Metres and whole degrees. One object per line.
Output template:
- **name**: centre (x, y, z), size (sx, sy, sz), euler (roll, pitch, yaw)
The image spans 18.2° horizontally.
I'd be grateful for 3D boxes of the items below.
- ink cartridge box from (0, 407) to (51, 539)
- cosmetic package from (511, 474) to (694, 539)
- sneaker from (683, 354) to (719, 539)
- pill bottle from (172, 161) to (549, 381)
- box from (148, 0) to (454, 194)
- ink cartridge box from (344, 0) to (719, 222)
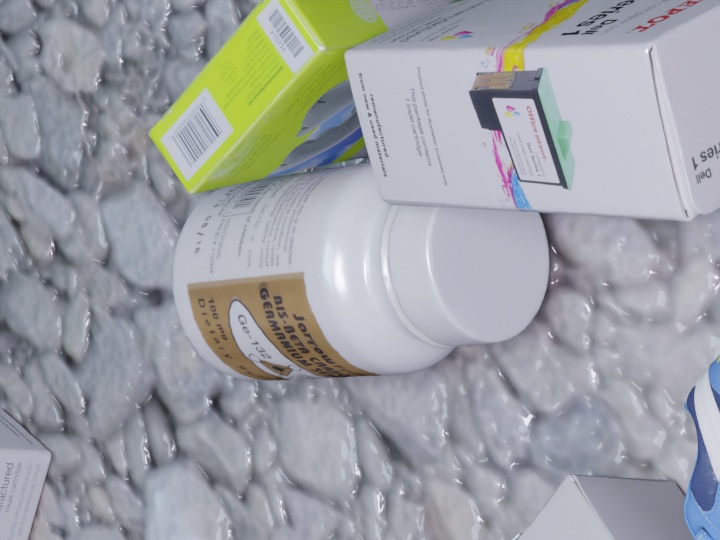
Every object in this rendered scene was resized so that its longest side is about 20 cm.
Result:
- **ink cartridge box**: centre (-0.323, 0.166, 1.483), size (0.084, 0.199, 0.146), euler (31, 108, 46)
- **cosmetic package**: centre (0.143, 0.203, 1.041), size (0.108, 0.085, 0.200), euler (-54, 49, 29)
- **sneaker**: centre (0.195, 0.122, 1.006), size (0.082, 0.074, 0.201), euler (-33, 54, 43)
- **pill bottle**: centre (0.000, 0.000, 1.205), size (0.200, 0.114, 0.115), euler (-6, 81, 48)
- **box**: centre (-0.005, -0.104, 1.175), size (0.122, 0.200, 0.048), euler (-45, 73, 35)
- **ink cartridge box**: centre (0.115, -0.089, 1.050), size (0.200, 0.145, 0.084), euler (5, 117, 49)
